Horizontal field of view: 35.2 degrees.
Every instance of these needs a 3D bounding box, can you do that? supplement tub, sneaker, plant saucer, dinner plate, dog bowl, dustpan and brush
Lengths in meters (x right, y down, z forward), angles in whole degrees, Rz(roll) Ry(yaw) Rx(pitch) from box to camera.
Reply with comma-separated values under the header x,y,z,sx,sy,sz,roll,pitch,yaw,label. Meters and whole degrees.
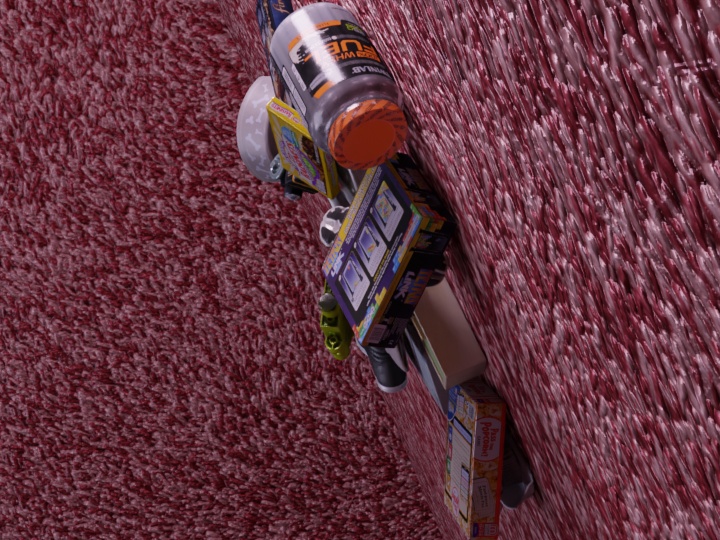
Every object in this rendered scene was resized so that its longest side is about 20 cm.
x,y,z,sx,sy,sz,roll,pitch,yaw,label
-0.025,-0.224,1.388,0.123,0.122,0.200,74,170,-54,supplement tub
0.041,-0.039,1.586,0.200,0.081,0.083,27,-171,27,sneaker
-0.013,-0.169,1.652,0.200,0.050,0.200,156,90,-85,plant saucer
0.036,0.056,1.700,0.200,0.024,0.200,-14,-90,-86,dinner plate
-0.121,-0.244,1.952,0.059,0.200,0.200,13,136,39,dog bowl
0.211,0.316,1.699,0.200,0.057,0.140,73,171,-50,dustpan and brush
0.034,0.104,1.894,0.200,0.071,0.099,-113,15,-54,sneaker

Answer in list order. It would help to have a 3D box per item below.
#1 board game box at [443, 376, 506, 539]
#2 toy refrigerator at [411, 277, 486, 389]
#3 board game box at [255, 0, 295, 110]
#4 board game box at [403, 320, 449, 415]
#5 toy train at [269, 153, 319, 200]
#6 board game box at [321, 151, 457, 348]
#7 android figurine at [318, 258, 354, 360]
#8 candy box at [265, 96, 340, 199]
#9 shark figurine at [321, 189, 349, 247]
x,y,z,sx,sy,sz,roll,pitch,yaw,label
0.163,0.268,1.646,0.152,0.046,0.200,-133,45,-76,board game box
0.105,0.064,1.629,0.076,0.070,0.200,81,165,-71,toy refrigerator
-0.112,-0.316,1.663,0.135,0.035,0.200,129,128,-76,board game box
0.108,0.113,1.840,0.200,0.064,0.148,-122,10,-50,board game box
-0.082,-0.214,1.844,0.114,0.085,0.200,-11,65,55,toy train
0.032,-0.028,1.455,0.200,0.057,0.165,-64,33,28,board game box
-0.032,0.055,1.867,0.200,0.041,0.182,67,-154,-66,android figurine
-0.082,-0.176,1.670,0.102,0.026,0.200,37,166,15,candy box
-0.043,-0.086,1.897,0.215,0.089,0.128,57,162,-12,shark figurine
